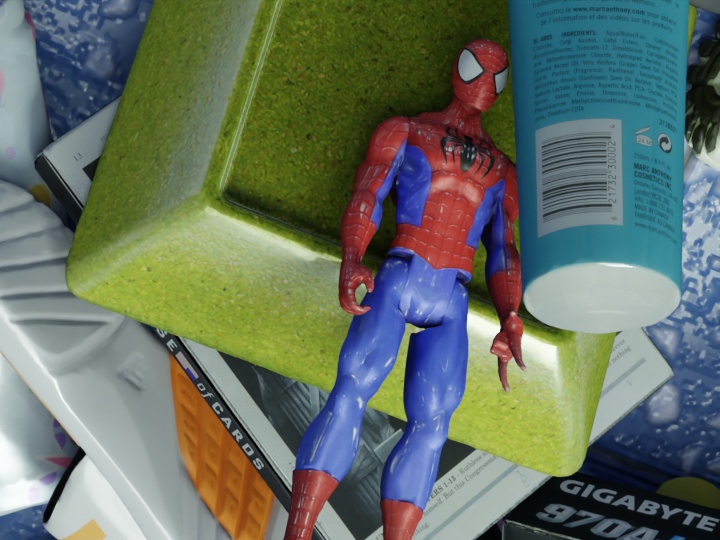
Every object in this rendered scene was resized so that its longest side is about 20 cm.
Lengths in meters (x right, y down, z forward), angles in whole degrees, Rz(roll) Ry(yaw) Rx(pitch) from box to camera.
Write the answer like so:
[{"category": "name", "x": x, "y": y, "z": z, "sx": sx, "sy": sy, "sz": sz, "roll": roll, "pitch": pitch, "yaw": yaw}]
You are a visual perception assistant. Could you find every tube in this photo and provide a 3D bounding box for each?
[{"category": "tube", "x": 0.079, "y": -0.080, "z": 0.893, "sx": 0.077, "sy": 0.050, "sz": 0.201, "roll": 6, "pitch": 64, "yaw": -7}]

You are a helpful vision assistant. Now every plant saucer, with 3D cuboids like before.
[{"category": "plant saucer", "x": 0.021, "y": -0.054, "z": 0.942, "sx": 0.199, "sy": 0.048, "sz": 0.201, "roll": 21, "pitch": 70, "yaw": -13}]

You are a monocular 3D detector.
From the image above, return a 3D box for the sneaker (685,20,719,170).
[{"category": "sneaker", "x": 0.209, "y": -0.108, "z": 0.995, "sx": 0.089, "sy": 0.079, "sz": 0.200, "roll": 30, "pitch": 110, "yaw": -26}]

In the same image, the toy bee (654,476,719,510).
[{"category": "toy bee", "x": 0.190, "y": 0.119, "z": 1.056, "sx": 0.200, "sy": 0.109, "sz": 0.131, "roll": -32, "pitch": 97, "yaw": 37}]

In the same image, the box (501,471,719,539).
[{"category": "box", "x": 0.149, "y": 0.173, "z": 1.011, "sx": 0.199, "sy": 0.046, "sz": 0.160, "roll": 13, "pitch": 122, "yaw": 24}]

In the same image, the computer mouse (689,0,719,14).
[{"category": "computer mouse", "x": 0.120, "y": -0.192, "z": 0.964, "sx": 0.138, "sy": 0.053, "sz": 0.201, "roll": -15, "pitch": 98, "yaw": 1}]

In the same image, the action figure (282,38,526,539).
[{"category": "action figure", "x": 0.019, "y": 0.015, "z": 0.873, "sx": 0.065, "sy": 0.052, "sz": 0.201, "roll": 18, "pitch": 69, "yaw": -11}]

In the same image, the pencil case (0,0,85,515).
[{"category": "pencil case", "x": -0.151, "y": -0.009, "z": 0.974, "sx": 0.090, "sy": 0.083, "sz": 0.201, "roll": 5, "pitch": 114, "yaw": 35}]

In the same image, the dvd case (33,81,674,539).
[{"category": "dvd case", "x": 0.000, "y": 0.000, "z": 0.960, "sx": 0.150, "sy": 0.025, "sz": 0.200, "roll": -37, "pitch": 90, "yaw": -23}]

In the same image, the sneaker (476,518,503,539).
[{"category": "sneaker", "x": 0.008, "y": 0.087, "z": 1.021, "sx": 0.079, "sy": 0.095, "sz": 0.201, "roll": -29, "pitch": 110, "yaw": 1}]

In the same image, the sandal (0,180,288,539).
[{"category": "sandal", "x": -0.092, "y": 0.057, "z": 0.948, "sx": 0.059, "sy": 0.079, "sz": 0.207, "roll": -26, "pitch": 110, "yaw": 32}]
